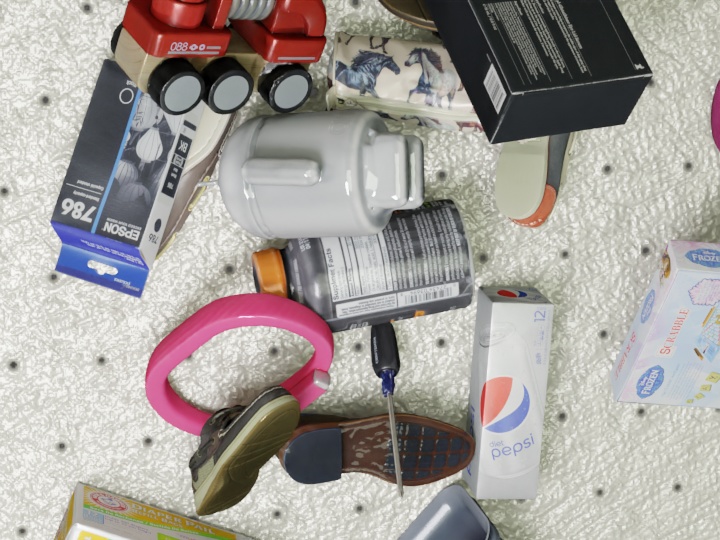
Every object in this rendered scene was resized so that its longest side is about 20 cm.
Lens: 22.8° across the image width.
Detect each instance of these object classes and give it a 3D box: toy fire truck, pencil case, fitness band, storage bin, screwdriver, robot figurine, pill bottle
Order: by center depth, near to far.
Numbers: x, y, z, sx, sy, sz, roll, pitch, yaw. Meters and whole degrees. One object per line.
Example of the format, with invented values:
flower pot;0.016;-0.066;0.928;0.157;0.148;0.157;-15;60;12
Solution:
toy fire truck;-0.114;-0.252;1.542;0.176;0.129;0.200;-5;129;-37
robot figurine;-0.043;-0.086;1.611;0.199;0.170;0.113;-1;87;21
pencil case;0.067;-0.165;1.640;0.199;0.090;0.078;8;146;4
fitness band;-0.114;0.092;1.666;0.143;0.038;0.200;29;132;-27
pill bottle;0.000;0.000;1.677;0.199;0.106;0.107;-10;104;-7
screwdriver;0.025;0.130;1.680;0.029;0.201;0.028;-13;140;16
storage bin;0.095;0.340;1.762;0.134;0.146;0.200;38;94;-26

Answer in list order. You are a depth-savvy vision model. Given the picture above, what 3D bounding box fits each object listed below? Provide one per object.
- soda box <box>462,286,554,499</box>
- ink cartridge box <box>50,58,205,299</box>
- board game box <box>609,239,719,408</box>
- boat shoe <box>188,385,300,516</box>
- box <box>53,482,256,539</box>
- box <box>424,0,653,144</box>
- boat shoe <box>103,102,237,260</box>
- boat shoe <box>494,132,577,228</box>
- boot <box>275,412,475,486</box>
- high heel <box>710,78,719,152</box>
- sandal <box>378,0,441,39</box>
soda box;0.143;0.120;1.749;0.063;0.068;0.201;2;103;-10
ink cartridge box;-0.214;-0.083;1.612;0.099;0.039;0.201;15;87;21
board game box;0.365;0.058;1.734;0.199;0.041;0.200;5;136;-11
boat shoe;-0.119;0.159;1.664;0.072;0.201;0.066;-17;64;-34
box;-0.196;0.294;1.706;0.199;0.113;0.102;20;100;-13
box;0.149;-0.219;1.584;0.141;0.079;0.201;-11;60;-19
boat shoe;-0.170;-0.094;1.651;0.072;0.059;0.200;32;93;25
boat shoe;0.175;-0.139;1.697;0.071;0.063;0.201;9;84;31
boot;0.006;0.161;1.732;0.199;0.097;0.075;3;102;-22
high heel;0.398;-0.096;1.729;0.067;0.096;0.201;-26;106;-3
sandal;0.106;-0.238;1.665;0.199;0.055;0.082;11;57;-7
